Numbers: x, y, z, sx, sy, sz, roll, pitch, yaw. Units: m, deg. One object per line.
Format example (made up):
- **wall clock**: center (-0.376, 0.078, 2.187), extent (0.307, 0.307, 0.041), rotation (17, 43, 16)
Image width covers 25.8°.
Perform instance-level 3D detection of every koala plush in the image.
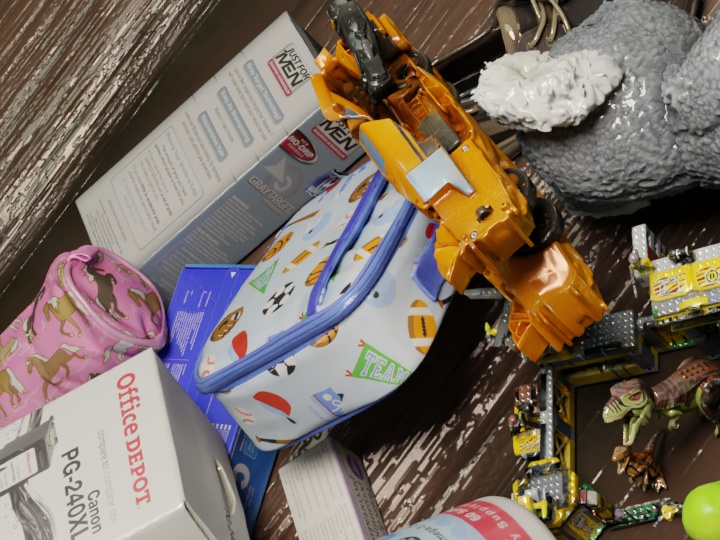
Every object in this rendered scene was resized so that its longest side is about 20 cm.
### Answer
- **koala plush**: center (0.166, -0.088, 0.797), extent (0.198, 0.177, 0.186), rotation (-12, 69, 20)

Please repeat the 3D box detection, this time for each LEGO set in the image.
- **LEGO set**: center (0.138, 0.051, 0.773), extent (0.198, 0.116, 0.156), rotation (-7, 59, 34)

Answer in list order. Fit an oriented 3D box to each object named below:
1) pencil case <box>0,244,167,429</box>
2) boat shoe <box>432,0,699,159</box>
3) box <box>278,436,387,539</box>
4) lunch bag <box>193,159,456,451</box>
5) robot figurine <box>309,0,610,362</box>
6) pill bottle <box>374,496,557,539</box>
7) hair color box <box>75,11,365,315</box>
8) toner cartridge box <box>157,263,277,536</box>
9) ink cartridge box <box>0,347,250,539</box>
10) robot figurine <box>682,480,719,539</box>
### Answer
- **pencil case**: center (-0.207, 0.071, 1.016), extent (0.200, 0.086, 0.083), rotation (-44, 43, 26)
- **boat shoe**: center (0.108, -0.126, 0.934), extent (0.199, 0.073, 0.075), rotation (-34, 48, 16)
- **box**: center (0.004, 0.183, 0.848), extent (0.041, 0.039, 0.201), rotation (-34, 48, 14)
- **lunch bag**: center (0.000, 0.000, 0.881), extent (0.160, 0.076, 0.201), rotation (-33, 20, 40)
- **robot figurine**: center (0.039, -0.052, 0.766), extent (0.058, 0.145, 0.201), rotation (-41, 44, 7)
- **pill bottle**: center (0.002, 0.186, 0.729), extent (0.198, 0.110, 0.109), rotation (-17, 39, -27)
- **hair color box**: center (-0.092, -0.067, 1.059), extent (0.200, 0.061, 0.099), rotation (-40, 47, 11)
- **toner cartridge box**: center (-0.095, 0.096, 0.974), extent (0.094, 0.043, 0.202), rotation (2, 65, 37)
- **ink cartridge box**: center (-0.169, 0.151, 0.861), extent (0.198, 0.084, 0.146), rotation (-29, 35, 3)
- **robot figurine**: center (0.209, 0.060, 0.629), extent (0.174, 0.116, 0.202), rotation (-25, 44, 25)
